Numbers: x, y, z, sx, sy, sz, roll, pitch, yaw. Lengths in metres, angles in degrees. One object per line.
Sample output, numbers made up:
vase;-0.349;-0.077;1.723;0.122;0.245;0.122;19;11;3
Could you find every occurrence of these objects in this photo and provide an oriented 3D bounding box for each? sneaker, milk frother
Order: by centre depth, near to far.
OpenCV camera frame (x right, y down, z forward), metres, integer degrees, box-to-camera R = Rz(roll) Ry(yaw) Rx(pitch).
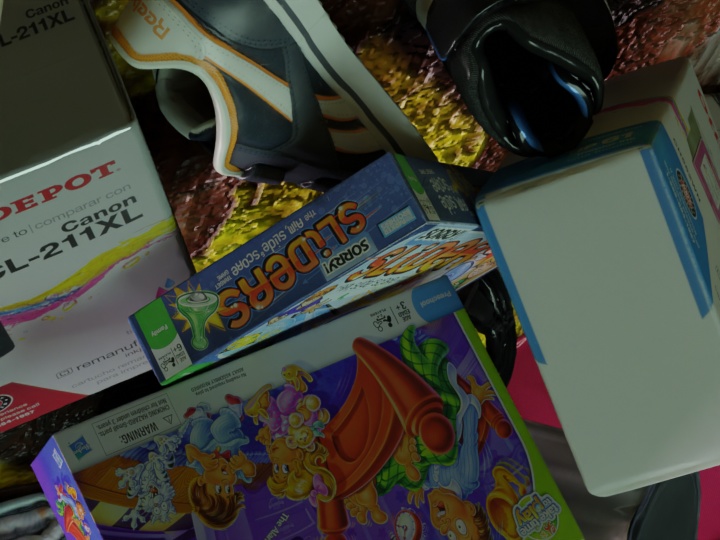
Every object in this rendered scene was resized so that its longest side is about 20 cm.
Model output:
sneaker;-0.036;-0.075;0.722;0.079;0.078;0.200;-42;143;2
sneaker;0.077;-0.089;0.760;0.073;0.112;0.200;-34;153;19
milk frother;0.086;0.091;0.891;0.188;0.201;0.180;12;174;26

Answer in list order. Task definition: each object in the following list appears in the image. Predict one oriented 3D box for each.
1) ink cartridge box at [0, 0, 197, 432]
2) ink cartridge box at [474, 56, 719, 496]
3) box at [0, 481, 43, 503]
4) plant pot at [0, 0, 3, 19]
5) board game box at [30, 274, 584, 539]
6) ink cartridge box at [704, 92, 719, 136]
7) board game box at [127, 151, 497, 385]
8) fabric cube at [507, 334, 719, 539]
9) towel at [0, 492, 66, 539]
ink cartridge box;-0.154;-0.016;0.726;0.145;0.083;0.200;-23;154;-6
ink cartridge box;0.133;-0.006;0.802;0.084;0.145;0.200;-19;-168;19
box;-0.290;0.202;1.077;0.163;0.021;0.200;-8;148;-32
plant pot;-0.228;-0.053;0.439;0.199;0.201;0.177;4;-174;-45
board game box;-0.019;0.099;0.729;0.200;0.135;0.045;-22;168;-29
ink cartridge box;0.205;-0.032;1.010;0.200;0.084;0.144;-9;150;-28
board game box;0.000;0.000;0.772;0.135;0.035;0.200;-32;169;19
fabric cube;0.235;0.118;1.183;0.196;0.200;0.199;-32;153;16
towel;-0.268;0.208;1.034;0.200;0.048;0.171;-15;154;-22
